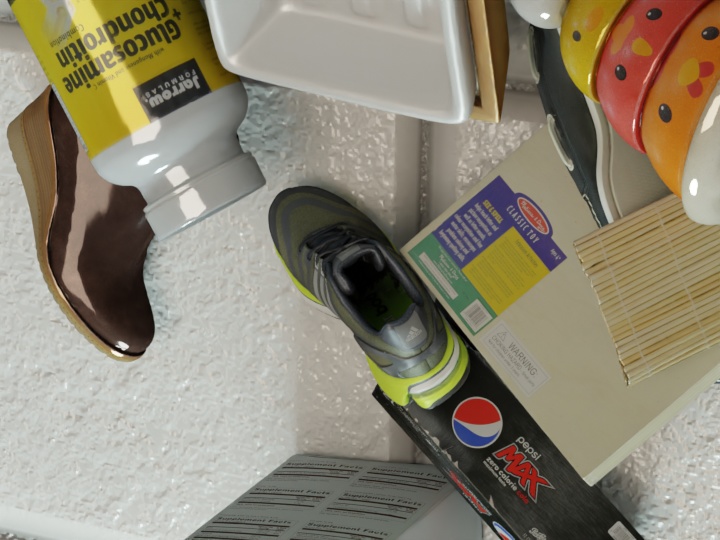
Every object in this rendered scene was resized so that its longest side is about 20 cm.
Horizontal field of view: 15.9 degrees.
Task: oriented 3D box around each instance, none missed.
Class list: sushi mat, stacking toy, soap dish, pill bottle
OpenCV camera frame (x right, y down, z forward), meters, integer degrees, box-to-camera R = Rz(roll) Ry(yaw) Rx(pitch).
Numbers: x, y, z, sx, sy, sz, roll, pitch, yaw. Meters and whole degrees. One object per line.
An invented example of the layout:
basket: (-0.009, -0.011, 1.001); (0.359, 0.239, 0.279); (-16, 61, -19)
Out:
sushi mat: (0.229, -0.014, 1.558); (0.199, 0.012, 0.096); (-25, 95, -13)
stacking toy: (0.166, -0.130, 1.521); (0.199, 0.146, 0.147); (31, 118, 25)
soap dish: (-0.002, -0.181, 1.575); (0.199, 0.081, 0.158); (14, 135, 27)
pill bottle: (-0.141, -0.127, 1.674); (0.112, 0.112, 0.201); (-28, 91, 31)

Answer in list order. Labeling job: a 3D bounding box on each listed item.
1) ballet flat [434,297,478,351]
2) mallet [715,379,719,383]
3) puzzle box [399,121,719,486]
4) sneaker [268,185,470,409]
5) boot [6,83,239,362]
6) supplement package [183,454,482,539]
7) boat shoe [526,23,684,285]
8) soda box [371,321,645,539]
ballet flat: (0.129, 0.031, 1.667); (0.199, 0.073, 0.074); (0, 107, 27)
mallet: (0.246, 0.061, 1.642); (0.199, 0.066, 0.041); (1, 113, 42)
puzzle box: (0.133, 0.018, 1.618); (0.133, 0.025, 0.200); (-40, 65, 4)
sneaker: (0.000, 0.000, 1.678); (0.200, 0.074, 0.081); (46, 168, 39)
boot: (-0.150, -0.049, 1.776); (0.166, 0.072, 0.201); (-22, 92, 32)
supplement package: (-0.018, 0.249, 1.736); (0.146, 0.200, 0.193); (3, 107, 26)
boat shoe: (0.156, -0.080, 1.598); (0.060, 0.075, 0.201); (-34, 64, 57)
soda box: (0.097, 0.130, 1.704); (0.063, 0.071, 0.200); (-41, 85, -10)
